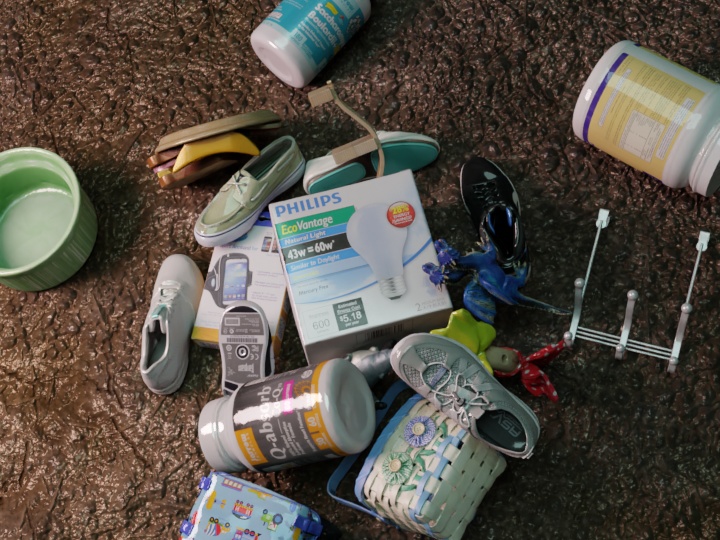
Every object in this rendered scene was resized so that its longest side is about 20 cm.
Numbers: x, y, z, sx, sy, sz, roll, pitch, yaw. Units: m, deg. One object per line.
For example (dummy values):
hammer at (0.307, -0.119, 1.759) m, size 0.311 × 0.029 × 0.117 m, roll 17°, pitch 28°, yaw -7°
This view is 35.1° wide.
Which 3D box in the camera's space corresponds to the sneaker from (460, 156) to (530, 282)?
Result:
sneaker at (0.180, -0.085, 1.504) m, size 0.073 × 0.112 × 0.201 m, roll -18°, pitch 65°, yaw 3°

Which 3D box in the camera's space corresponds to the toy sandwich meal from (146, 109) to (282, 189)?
toy sandwich meal at (-0.201, -0.170, 1.601) m, size 0.204 × 0.205 × 0.071 m, roll -15°, pitch 95°, yaw 5°

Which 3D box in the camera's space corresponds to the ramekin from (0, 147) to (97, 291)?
ramekin at (-0.478, -0.067, 1.639) m, size 0.199 × 0.098 × 0.201 m, roll -4°, pitch 66°, yaw 10°

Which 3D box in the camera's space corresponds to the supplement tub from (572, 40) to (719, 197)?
supplement tub at (0.397, -0.197, 1.490) m, size 0.200 × 0.145 × 0.146 m, roll 33°, pitch 77°, yaw 22°

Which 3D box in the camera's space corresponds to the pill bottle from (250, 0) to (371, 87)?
pill bottle at (-0.060, -0.375, 1.677) m, size 0.111 × 0.111 × 0.200 m, roll 37°, pitch 79°, yaw 23°

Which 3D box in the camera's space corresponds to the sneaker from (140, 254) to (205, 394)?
sneaker at (-0.261, 0.062, 1.545) m, size 0.075 × 0.089 × 0.201 m, roll -2°, pitch 67°, yaw 12°

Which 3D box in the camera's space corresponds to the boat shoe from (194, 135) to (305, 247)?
boat shoe at (-0.159, -0.114, 1.583) m, size 0.072 × 0.062 × 0.200 m, roll 29°, pitch 63°, yaw 31°

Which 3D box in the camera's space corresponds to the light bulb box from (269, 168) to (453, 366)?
light bulb box at (0.000, 0.000, 1.479) m, size 0.197 × 0.125 × 0.201 m, roll -15°, pitch 70°, yaw -4°

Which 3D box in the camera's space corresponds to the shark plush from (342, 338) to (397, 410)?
shark plush at (0.012, 0.144, 1.430) m, size 0.200 × 0.091 × 0.084 m, roll -36°, pitch 68°, yaw 25°

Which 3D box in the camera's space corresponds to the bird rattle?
bird rattle at (0.149, 0.104, 1.413) m, size 0.163 × 0.199 × 0.113 m, roll 2°, pitch 89°, yaw 50°

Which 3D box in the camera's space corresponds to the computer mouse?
computer mouse at (-0.143, 0.138, 1.488) m, size 0.109 × 0.044 × 0.201 m, roll 1°, pitch 91°, yaw 18°

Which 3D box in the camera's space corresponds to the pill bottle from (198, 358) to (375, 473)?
pill bottle at (-0.091, 0.183, 1.384) m, size 0.199 × 0.116 × 0.117 m, roll -18°, pitch 63°, yaw 26°

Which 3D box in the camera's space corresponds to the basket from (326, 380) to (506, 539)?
basket at (0.065, 0.229, 1.390) m, size 0.200 × 0.139 × 0.177 m, roll 12°, pitch 65°, yaw 53°

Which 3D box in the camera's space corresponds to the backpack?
backpack at (-0.143, 0.363, 1.369) m, size 0.182 × 0.135 × 0.201 m, roll 20°, pitch 75°, yaw 20°

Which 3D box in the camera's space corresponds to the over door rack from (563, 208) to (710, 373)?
over door rack at (0.353, 0.017, 1.451) m, size 0.147 × 0.067 × 0.201 m, roll 14°, pitch 71°, yaw 16°

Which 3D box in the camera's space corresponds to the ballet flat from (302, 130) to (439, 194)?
ballet flat at (0.010, -0.162, 1.603) m, size 0.199 × 0.069 × 0.070 m, roll -19°, pitch 65°, yaw 5°

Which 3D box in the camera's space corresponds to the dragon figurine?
dragon figurine at (0.164, 0.024, 1.408) m, size 0.200 × 0.059 × 0.100 m, roll 40°, pitch 42°, yaw -8°

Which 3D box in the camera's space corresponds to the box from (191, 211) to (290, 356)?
box at (-0.151, 0.014, 1.571) m, size 0.119 × 0.042 × 0.201 m, roll 7°, pitch 66°, yaw 14°

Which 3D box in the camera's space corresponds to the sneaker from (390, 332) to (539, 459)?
sneaker at (0.123, 0.139, 1.275) m, size 0.200 × 0.082 × 0.075 m, roll 33°, pitch 100°, yaw -5°

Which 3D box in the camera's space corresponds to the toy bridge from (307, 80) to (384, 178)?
toy bridge at (-0.006, -0.166, 1.546) m, size 0.067 × 0.201 × 0.027 m, roll -21°, pitch 23°, yaw 4°
